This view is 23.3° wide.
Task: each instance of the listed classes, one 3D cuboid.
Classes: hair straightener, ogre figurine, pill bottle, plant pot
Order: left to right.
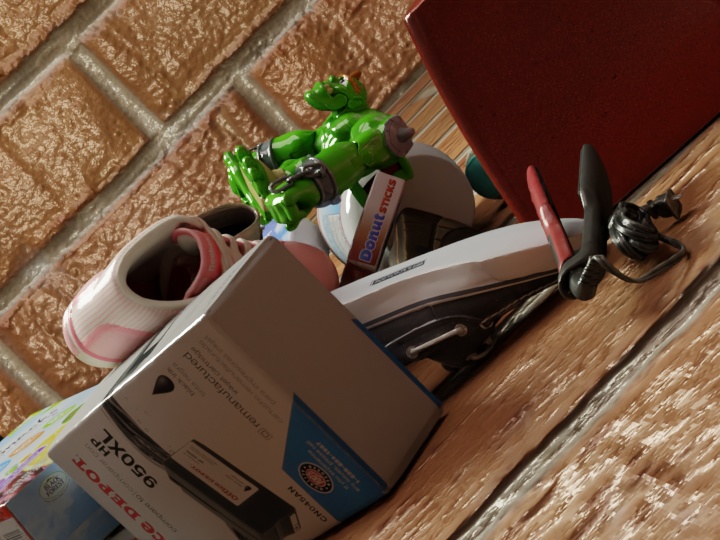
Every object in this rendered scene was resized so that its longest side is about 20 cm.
[{"bbox_3d":[-0.030,-0.081,1.278,0.120,0.098,0.200,-27,-6,-9],"label":"ogre figurine"},{"bbox_3d":[0.031,-0.049,1.418,0.109,0.109,0.200,-45,7,-7],"label":"pill bottle"},{"bbox_3d":[0.139,-0.157,1.150,0.200,0.176,0.200,-43,8,16],"label":"plant pot"},{"bbox_3d":[0.132,-0.031,0.924,0.077,0.041,0.200,-22,13,8],"label":"hair straightener"}]

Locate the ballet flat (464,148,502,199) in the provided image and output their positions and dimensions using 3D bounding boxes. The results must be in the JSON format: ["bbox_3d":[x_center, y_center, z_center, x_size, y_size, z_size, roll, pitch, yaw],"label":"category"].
[{"bbox_3d":[0.147,-0.119,1.350,0.062,0.068,0.200,-38,2,-36],"label":"ballet flat"}]

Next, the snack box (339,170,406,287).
[{"bbox_3d":[0.000,0.000,1.281,0.200,0.024,0.072,109,-179,-68],"label":"snack box"}]

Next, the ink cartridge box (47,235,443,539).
[{"bbox_3d":[-0.073,0.095,1.033,0.200,0.145,0.084,-39,10,44],"label":"ink cartridge box"}]

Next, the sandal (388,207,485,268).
[{"bbox_3d":[0.053,0.009,1.177,0.200,0.082,0.055,-81,14,-67],"label":"sandal"}]

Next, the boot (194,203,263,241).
[{"bbox_3d":[-0.090,0.016,1.262,0.200,0.070,0.147,-31,-39,-43],"label":"boot"}]

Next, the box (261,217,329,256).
[{"bbox_3d":[-0.081,0.044,1.490,0.122,0.048,0.200,-41,31,34],"label":"box"}]

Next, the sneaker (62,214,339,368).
[{"bbox_3d":[-0.086,0.009,1.127,0.200,0.076,0.105,-10,-21,-31],"label":"sneaker"}]

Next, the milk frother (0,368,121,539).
[{"bbox_3d":[-0.269,0.146,1.666,0.188,0.200,0.180,-46,3,-18],"label":"milk frother"}]

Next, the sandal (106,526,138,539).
[{"bbox_3d":[-0.132,0.192,1.155,0.206,0.059,0.079,-34,-15,-20],"label":"sandal"}]

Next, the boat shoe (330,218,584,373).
[{"bbox_3d":[0.053,0.026,1.039,0.199,0.068,0.072,-20,11,14],"label":"boat shoe"}]

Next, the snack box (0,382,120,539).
[{"bbox_3d":[-0.214,0.148,1.178,0.200,0.068,0.169,-26,14,47],"label":"snack box"}]
